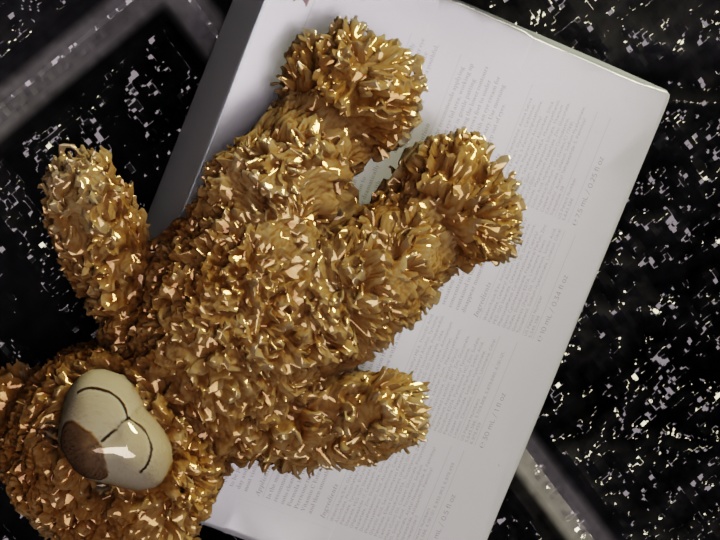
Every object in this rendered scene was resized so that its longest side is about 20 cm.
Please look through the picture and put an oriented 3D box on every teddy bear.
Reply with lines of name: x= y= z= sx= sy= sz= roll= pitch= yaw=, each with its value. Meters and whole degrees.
teddy bear: x=-0.036 y=0.012 z=0.760 sx=0.199 sy=0.067 sz=0.146 roll=-28 pitch=104 yaw=-8

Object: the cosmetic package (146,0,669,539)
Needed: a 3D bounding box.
cosmetic package: x=0.000 y=0.000 z=0.828 sx=0.150 sy=0.052 sz=0.201 roll=21 pitch=95 yaw=-20
